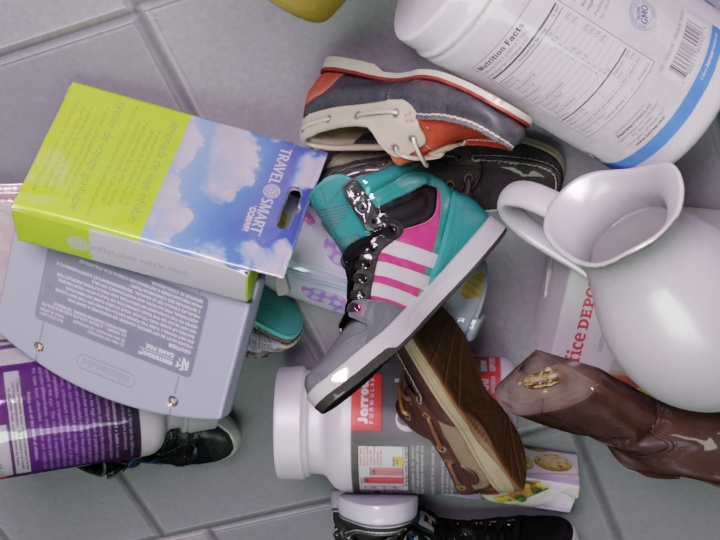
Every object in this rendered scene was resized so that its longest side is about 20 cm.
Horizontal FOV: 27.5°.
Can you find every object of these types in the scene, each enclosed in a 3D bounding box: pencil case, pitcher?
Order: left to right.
[{"bbox_3d":[0.000,0.000,1.145,0.199,0.091,0.083,18,101,-14],"label":"pencil case"},{"bbox_3d":[0.197,0.008,1.030,0.171,0.121,0.200,18,159,51],"label":"pitcher"}]

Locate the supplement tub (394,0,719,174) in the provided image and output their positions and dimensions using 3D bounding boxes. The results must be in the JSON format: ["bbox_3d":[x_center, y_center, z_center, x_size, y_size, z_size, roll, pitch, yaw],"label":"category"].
[{"bbox_3d":[0.138,-0.160,0.976,0.200,0.132,0.132,28,126,-18],"label":"supplement tub"}]

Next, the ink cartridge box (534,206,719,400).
[{"bbox_3d":[0.247,0.029,1.160,0.199,0.084,0.146,6,130,-1],"label":"ink cartridge box"}]

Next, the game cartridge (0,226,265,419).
[{"bbox_3d":[-0.177,0.032,1.111,0.199,0.040,0.134,21,105,13],"label":"game cartridge"}]

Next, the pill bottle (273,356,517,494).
[{"bbox_3d":[0.030,0.130,1.236,0.199,0.116,0.116,0,130,3],"label":"pill bottle"}]

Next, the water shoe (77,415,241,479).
[{"bbox_3d":[-0.206,0.155,1.295,0.199,0.079,0.072,8,130,-4],"label":"water shoe"}]

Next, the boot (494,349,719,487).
[{"bbox_3d":[0.223,0.108,1.108,0.186,0.064,0.200,-14,146,42],"label":"boot"}]

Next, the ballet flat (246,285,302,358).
[{"bbox_3d":[-0.139,0.011,1.180,0.200,0.072,0.072,37,123,-23],"label":"ballet flat"}]

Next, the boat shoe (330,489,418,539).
[{"bbox_3d":[0.010,0.220,1.277,0.068,0.057,0.200,0,174,-6],"label":"boat shoe"}]

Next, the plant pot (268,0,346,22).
[{"bbox_3d":[-0.033,-0.281,0.858,0.201,0.201,0.189,36,107,-25],"label":"plant pot"}]

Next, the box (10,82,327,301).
[{"bbox_3d":[-0.136,-0.055,1.064,0.199,0.122,0.048,15,148,3],"label":"box"}]

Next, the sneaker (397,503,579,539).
[{"bbox_3d":[0.094,0.253,1.363,0.199,0.073,0.112,-21,128,21],"label":"sneaker"}]

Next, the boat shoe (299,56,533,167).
[{"bbox_3d":[0.033,-0.101,1.004,0.200,0.063,0.071,17,170,45],"label":"boat shoe"}]

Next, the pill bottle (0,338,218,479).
[{"bbox_3d":[-0.221,0.103,1.202,0.199,0.112,0.112,-7,132,-14],"label":"pill bottle"}]

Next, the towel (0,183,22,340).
[{"bbox_3d":[-0.327,0.007,1.206,0.190,0.032,0.200,4,133,-1],"label":"towel"}]

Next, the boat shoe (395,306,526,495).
[{"bbox_3d":[0.057,0.100,1.123,0.072,0.072,0.200,-17,125,26],"label":"boat shoe"}]

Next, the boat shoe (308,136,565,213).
[{"bbox_3d":[0.055,-0.061,1.106,0.200,0.066,0.072,2,130,1],"label":"boat shoe"}]

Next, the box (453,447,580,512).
[{"bbox_3d":[0.097,0.178,1.322,0.199,0.042,0.039,9,129,-4],"label":"box"}]

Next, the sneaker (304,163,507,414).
[{"bbox_3d":[0.001,-0.004,1.017,0.121,0.200,0.084,43,150,2],"label":"sneaker"}]
